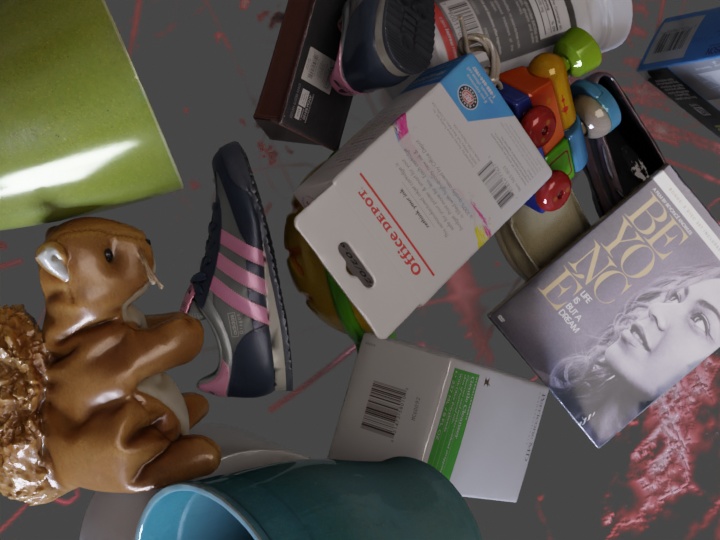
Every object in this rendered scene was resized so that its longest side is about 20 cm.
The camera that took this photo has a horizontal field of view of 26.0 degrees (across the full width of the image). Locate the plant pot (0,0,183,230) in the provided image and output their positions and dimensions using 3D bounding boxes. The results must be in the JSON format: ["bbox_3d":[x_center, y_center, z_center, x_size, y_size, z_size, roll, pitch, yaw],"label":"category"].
[{"bbox_3d":[-0.255,-0.105,1.124,0.199,0.187,0.188,-24,100,-6],"label":"plant pot"}]

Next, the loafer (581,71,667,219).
[{"bbox_3d":[0.236,-0.079,1.343,0.072,0.063,0.201,-24,78,-28],"label":"loafer"}]

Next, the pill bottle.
[{"bbox_3d":[0.119,-0.201,1.298,0.199,0.116,0.116,-21,99,-22],"label":"pill bottle"}]

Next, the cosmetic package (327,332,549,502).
[{"bbox_3d":[0.066,0.120,1.244,0.200,0.085,0.108,18,88,-59],"label":"cosmetic package"}]

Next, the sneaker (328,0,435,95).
[{"bbox_3d":[0.017,-0.219,1.201,0.070,0.082,0.201,40,46,-30],"label":"sneaker"}]

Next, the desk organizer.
[{"bbox_3d":[-0.040,-0.203,1.240,0.072,0.077,0.201,22,82,-48],"label":"desk organizer"}]

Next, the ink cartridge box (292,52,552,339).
[{"bbox_3d":[0.034,-0.052,1.147,0.200,0.068,0.115,-44,107,-25],"label":"ink cartridge box"}]

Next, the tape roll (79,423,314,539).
[{"bbox_3d":[-0.103,0.225,1.196,0.202,0.139,0.204,-2,95,-25],"label":"tape roll"}]

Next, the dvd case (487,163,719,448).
[{"bbox_3d":[0.230,0.030,1.316,0.200,0.016,0.149,-40,94,1],"label":"dvd case"}]

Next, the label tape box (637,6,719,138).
[{"bbox_3d":[0.367,-0.153,1.389,0.200,0.143,0.066,36,77,-19],"label":"label tape box"}]

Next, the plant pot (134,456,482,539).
[{"bbox_3d":[-0.022,0.214,1.059,0.187,0.200,0.201,-15,97,-38],"label":"plant pot"}]

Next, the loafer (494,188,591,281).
[{"bbox_3d":[0.148,-0.058,1.338,0.076,0.068,0.200,-39,104,-17],"label":"loafer"}]

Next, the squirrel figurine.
[{"bbox_3d":[-0.211,0.062,1.129,0.199,0.142,0.187,-16,105,1],"label":"squirrel figurine"}]

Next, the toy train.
[{"bbox_3d":[0.141,-0.151,1.217,0.116,0.085,0.200,-41,138,-19],"label":"toy train"}]

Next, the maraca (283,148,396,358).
[{"bbox_3d":[0.000,0.000,1.242,0.106,0.137,0.201,-5,121,19],"label":"maraca"}]

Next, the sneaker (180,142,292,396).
[{"bbox_3d":[-0.107,0.002,1.226,0.082,0.070,0.201,-10,87,-3],"label":"sneaker"}]
